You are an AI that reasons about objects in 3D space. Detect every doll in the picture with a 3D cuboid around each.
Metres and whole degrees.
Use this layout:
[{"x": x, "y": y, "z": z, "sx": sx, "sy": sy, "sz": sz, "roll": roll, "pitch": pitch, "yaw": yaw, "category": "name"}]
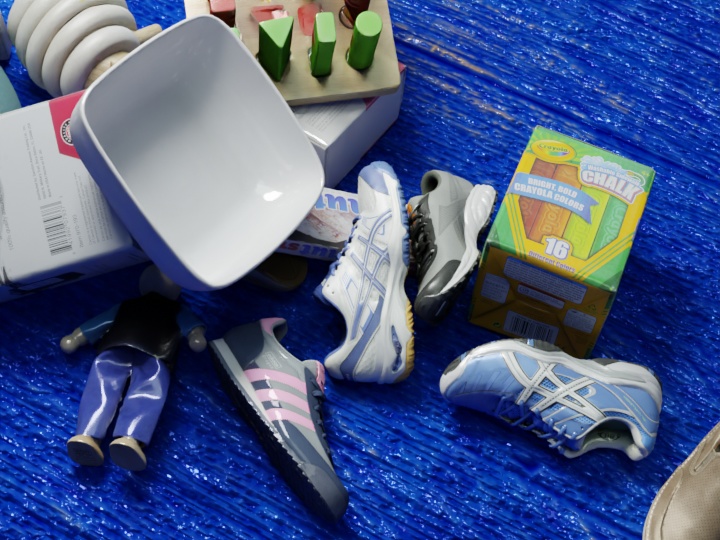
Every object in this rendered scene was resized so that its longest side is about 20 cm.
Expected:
[{"x": -0.201, "y": 0.074, "z": 1.050, "sx": 0.135, "sy": 0.049, "sz": 0.202, "roll": 3, "pitch": 52, "yaw": 14, "category": "doll"}]

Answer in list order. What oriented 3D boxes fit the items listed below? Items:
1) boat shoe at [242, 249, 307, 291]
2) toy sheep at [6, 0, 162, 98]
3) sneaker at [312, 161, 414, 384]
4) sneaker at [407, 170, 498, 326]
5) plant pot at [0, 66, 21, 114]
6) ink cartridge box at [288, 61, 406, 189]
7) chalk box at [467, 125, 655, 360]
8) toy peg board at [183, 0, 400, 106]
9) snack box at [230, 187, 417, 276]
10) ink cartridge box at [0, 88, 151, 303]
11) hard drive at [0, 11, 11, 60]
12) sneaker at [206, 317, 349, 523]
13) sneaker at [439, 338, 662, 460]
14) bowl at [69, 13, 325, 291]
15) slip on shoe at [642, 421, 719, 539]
[{"x": -0.142, "y": -0.035, "z": 1.129, "sx": 0.199, "sy": 0.065, "sz": 0.072, "roll": 30, "pitch": 46, "yaw": -2, "category": "boat shoe"}, {"x": -0.290, "y": -0.241, "z": 1.225, "sx": 0.200, "sy": 0.138, "sz": 0.138, "roll": 41, "pitch": 60, "yaw": 18, "category": "toy sheep"}, {"x": 0.000, "y": 0.000, "z": 1.073, "sx": 0.087, "sy": 0.075, "sz": 0.203, "roll": -2, "pitch": 78, "yaw": -3, "category": "sneaker"}, {"x": 0.071, "y": -0.023, "z": 1.111, "sx": 0.079, "sy": 0.074, "sz": 0.201, "roll": 26, "pitch": 37, "yaw": -5, "category": "sneaker"}, {"x": -0.435, "y": -0.174, "z": 1.157, "sx": 0.197, "sy": 0.135, "sz": 0.202, "roll": 2, "pitch": 54, "yaw": -3, "category": "plant pot"}, {"x": -0.074, "y": -0.190, "z": 1.233, "sx": 0.199, "sy": 0.083, "sz": 0.147, "roll": 32, "pitch": 58, "yaw": 16, "category": "ink cartridge box"}, {"x": 0.193, "y": -0.041, "z": 1.123, "sx": 0.123, "sy": 0.125, "sz": 0.201, "roll": 20, "pitch": 55, "yaw": 8, "category": "chalk box"}, {"x": -0.068, "y": -0.268, "z": 1.135, "sx": 0.197, "sy": 0.098, "sz": 0.202, "roll": -7, "pitch": 79, "yaw": -8, "category": "toy peg board"}, {"x": -0.032, "y": -0.044, "z": 1.132, "sx": 0.198, "sy": 0.024, "sz": 0.073, "roll": 10, "pitch": 51, "yaw": -21, "category": "snack box"}, {"x": -0.296, "y": -0.058, "z": 1.055, "sx": 0.198, "sy": 0.083, "sz": 0.147, "roll": -15, "pitch": 83, "yaw": 5, "category": "ink cartridge box"}, {"x": -0.423, "y": -0.267, "z": 1.177, "sx": 0.130, "sy": 0.200, "sz": 0.027, "roll": 9, "pitch": 75, "yaw": -6, "category": "hard drive"}, {"x": -0.052, "y": 0.118, "z": 1.019, "sx": 0.081, "sy": 0.070, "sz": 0.201, "roll": -28, "pitch": 62, "yaw": -19, "category": "sneaker"}, {"x": 0.167, "y": 0.114, "z": 1.038, "sx": 0.197, "sy": 0.076, "sz": 0.078, "roll": 6, "pitch": 49, "yaw": 1, "category": "sneaker"}, {"x": -0.142, "y": -0.094, "z": 1.018, "sx": 0.201, "sy": 0.074, "sz": 0.200, "roll": 54, "pitch": 48, "yaw": -12, "category": "bowl"}, {"x": 0.306, "y": 0.178, "z": 1.005, "sx": 0.076, "sy": 0.061, "sz": 0.200, "roll": 38, "pitch": 68, "yaw": 23, "category": "slip on shoe"}]
